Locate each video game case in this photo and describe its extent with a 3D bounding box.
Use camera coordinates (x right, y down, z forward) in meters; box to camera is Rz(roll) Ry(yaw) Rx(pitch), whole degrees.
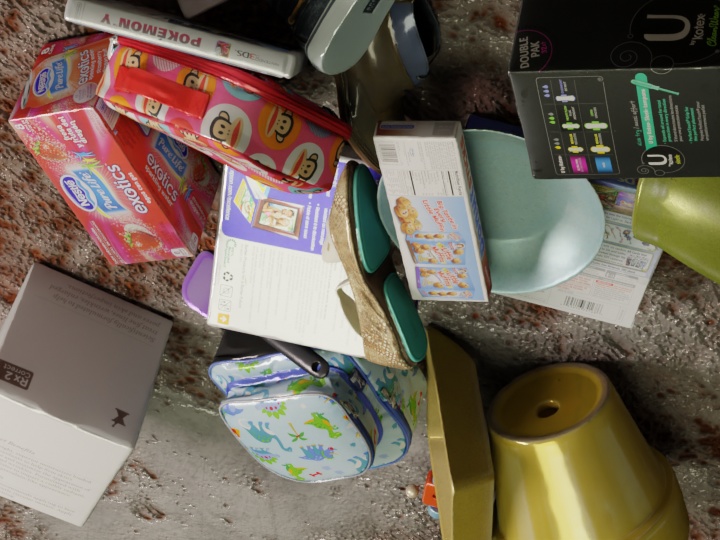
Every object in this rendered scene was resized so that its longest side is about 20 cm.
[{"bbox_3d":[0.173,-0.042,1.680,0.198,0.046,0.182,14,141,2],"label":"video game case"},{"bbox_3d":[-0.134,-0.189,1.512,0.180,0.200,0.023,15,97,0],"label":"video game case"}]

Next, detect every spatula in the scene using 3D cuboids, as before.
[{"bbox_3d":[-0.100,0.050,1.805,0.199,0.057,0.020,35,-175,36],"label":"spatula"}]

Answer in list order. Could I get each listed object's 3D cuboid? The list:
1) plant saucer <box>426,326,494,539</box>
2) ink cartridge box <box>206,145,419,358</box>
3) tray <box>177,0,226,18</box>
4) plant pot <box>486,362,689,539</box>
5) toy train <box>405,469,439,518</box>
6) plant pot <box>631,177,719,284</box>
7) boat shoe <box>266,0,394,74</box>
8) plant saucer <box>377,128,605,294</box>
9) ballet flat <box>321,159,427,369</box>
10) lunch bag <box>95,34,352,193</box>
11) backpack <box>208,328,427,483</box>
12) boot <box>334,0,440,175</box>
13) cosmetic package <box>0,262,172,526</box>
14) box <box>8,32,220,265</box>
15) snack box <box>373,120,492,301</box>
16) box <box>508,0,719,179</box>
[{"bbox_3d":[0.101,0.189,1.880,0.048,0.201,0.201,-6,141,-2],"label":"plant saucer"},{"bbox_3d":[-0.035,-0.021,1.718,0.198,0.043,0.200,12,116,7],"label":"ink cartridge box"},{"bbox_3d":[-0.081,-0.282,1.461,0.199,0.022,0.108,-21,92,36],"label":"tray"},{"bbox_3d":[0.211,0.205,1.867,0.199,0.201,0.190,-7,122,26],"label":"plant pot"},{"bbox_3d":[0.126,0.282,2.091,0.149,0.056,0.201,10,138,8],"label":"toy train"},{"bbox_3d":[0.327,-0.063,1.510,0.191,0.201,0.201,18,144,16],"label":"plant pot"},{"bbox_3d":[-0.001,-0.257,1.453,0.071,0.091,0.201,0,133,-55],"label":"boat shoe"},{"bbox_3d":[0.115,-0.060,1.613,0.199,0.039,0.202,9,140,8],"label":"plant saucer"},{"bbox_3d":[0.000,0.000,1.664,0.065,0.071,0.202,-7,110,30],"label":"ballet flat"},{"bbox_3d":[-0.124,-0.133,1.547,0.199,0.083,0.175,23,-178,41],"label":"lunch bag"},{"bbox_3d":[-0.039,0.128,1.879,0.182,0.148,0.200,-11,138,32],"label":"backpack"},{"bbox_3d":[0.030,-0.156,1.567,0.096,0.075,0.201,-4,136,26],"label":"boot"},{"bbox_3d":[-0.317,0.133,1.959,0.164,0.166,0.200,23,142,-12],"label":"cosmetic package"},{"bbox_3d":[-0.217,-0.107,1.685,0.095,0.100,0.201,-5,138,26],"label":"box"},{"bbox_3d":[0.064,-0.047,1.594,0.071,0.024,0.201,1,138,15],"label":"snack box"},{"bbox_3d":[0.226,-0.163,1.432,0.198,0.150,0.125,0,141,18],"label":"box"}]
